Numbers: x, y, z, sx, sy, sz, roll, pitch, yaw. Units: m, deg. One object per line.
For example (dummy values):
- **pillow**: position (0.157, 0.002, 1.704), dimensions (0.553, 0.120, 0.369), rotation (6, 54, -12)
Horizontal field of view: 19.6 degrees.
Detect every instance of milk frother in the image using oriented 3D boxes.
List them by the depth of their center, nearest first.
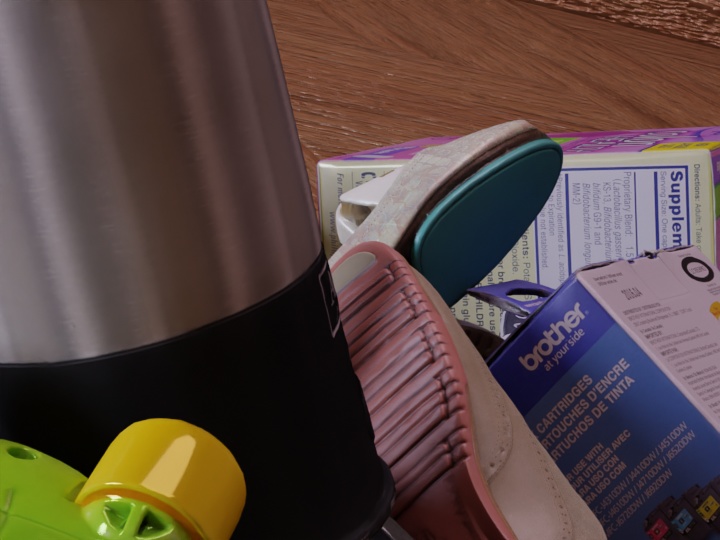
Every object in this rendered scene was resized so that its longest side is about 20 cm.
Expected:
- **milk frother**: position (-0.116, 0.000, 0.586), dimensions (0.200, 0.188, 0.180), rotation (-21, 18, -24)

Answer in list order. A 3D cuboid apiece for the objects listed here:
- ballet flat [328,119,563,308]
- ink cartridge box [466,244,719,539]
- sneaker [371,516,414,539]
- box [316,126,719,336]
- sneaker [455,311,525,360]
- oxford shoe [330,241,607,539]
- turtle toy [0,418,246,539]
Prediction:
- **ballet flat**: position (0.000, 0.000, 0.807), dimensions (0.062, 0.067, 0.200), rotation (29, 59, 27)
- **ink cartridge box**: position (0.128, 0.065, 0.803), dimensions (0.200, 0.076, 0.136), rotation (50, 24, 15)
- **sneaker**: position (-0.033, 0.104, 0.629), dimensions (0.199, 0.076, 0.114), rotation (32, 14, 33)
- **box**: position (0.102, -0.020, 1.076), dimensions (0.200, 0.097, 0.176), rotation (0, 7, 21)
- **sneaker**: position (0.051, 0.051, 0.920), dimensions (0.200, 0.070, 0.108), rotation (21, 12, -34)
- **oxford shoe**: position (0.038, 0.080, 0.720), dimensions (0.074, 0.071, 0.200), rotation (12, 48, -45)
- **turtle toy**: position (-0.083, 0.108, 0.492), dimensions (0.200, 0.101, 0.146), rotation (18, 44, 10)
